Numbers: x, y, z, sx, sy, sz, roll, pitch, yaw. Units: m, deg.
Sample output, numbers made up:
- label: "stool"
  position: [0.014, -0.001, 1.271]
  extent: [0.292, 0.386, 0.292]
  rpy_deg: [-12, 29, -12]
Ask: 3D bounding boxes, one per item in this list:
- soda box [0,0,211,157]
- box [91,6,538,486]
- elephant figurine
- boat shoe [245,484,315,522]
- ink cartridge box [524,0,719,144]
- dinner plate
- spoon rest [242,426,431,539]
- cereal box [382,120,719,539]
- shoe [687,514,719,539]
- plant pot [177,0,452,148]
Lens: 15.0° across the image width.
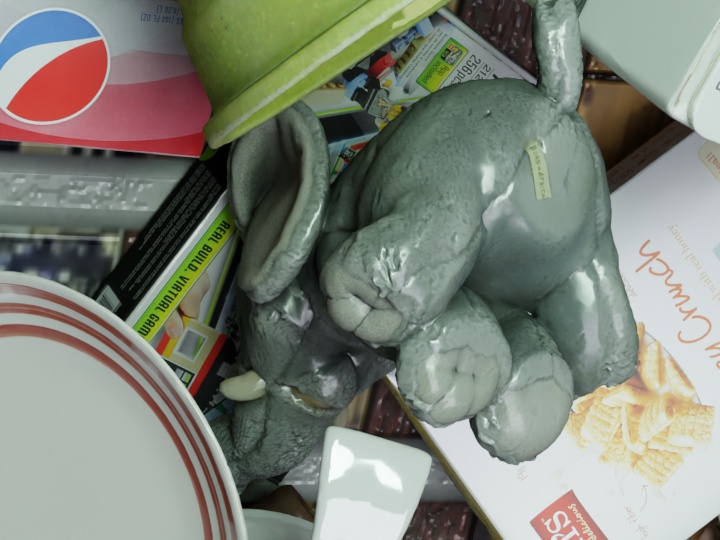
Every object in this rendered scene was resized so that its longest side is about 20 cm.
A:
- label: "soda box"
  position: [-0.151, -0.089, 0.985]
  extent: [0.199, 0.070, 0.064]
  rpy_deg: [4, 116, -26]
- label: "box"
  position: [-0.017, -0.020, 1.102]
  extent: [0.110, 0.035, 0.200]
  rpy_deg: [33, 99, -33]
- label: "elephant figurine"
  position: [0.000, 0.000, 1.033]
  extent: [0.155, 0.200, 0.142]
  rpy_deg: [-39, 112, -28]
- label: "boat shoe"
  position: [0.019, 0.161, 1.186]
  extent: [0.202, 0.075, 0.075]
  rpy_deg: [37, 98, -33]
- label: "ink cartridge box"
  position: [0.143, -0.102, 1.031]
  extent: [0.144, 0.200, 0.084]
  rpy_deg: [23, 104, -32]
- label: "dinner plate"
  position: [-0.119, 0.095, 1.042]
  extent: [0.024, 0.200, 0.201]
  rpy_deg: [-22, 130, -53]
- label: "spoon rest"
  position: [-0.027, 0.115, 1.036]
  extent: [0.099, 0.200, 0.061]
  rpy_deg: [17, 67, -10]
- label: "cereal box"
  position: [0.123, 0.035, 1.152]
  extent: [0.200, 0.040, 0.144]
  rpy_deg: [-38, 104, -5]
- label: "shoe"
  position: [0.137, 0.099, 1.218]
  extent: [0.070, 0.053, 0.200]
  rpy_deg: [-28, 121, -10]
- label: "plant pot"
  position: [-0.017, -0.172, 0.923]
  extent: [0.200, 0.200, 0.185]
  rpy_deg: [-34, 91, -5]
